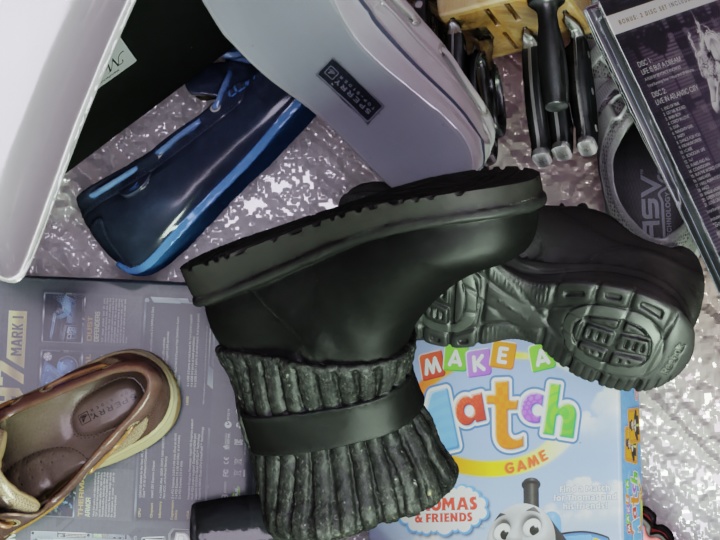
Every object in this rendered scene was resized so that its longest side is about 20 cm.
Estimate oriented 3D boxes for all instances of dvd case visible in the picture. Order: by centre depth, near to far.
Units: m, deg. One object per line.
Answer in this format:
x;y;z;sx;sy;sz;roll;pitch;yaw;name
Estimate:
0.206;-0.065;1.582;0.016;0.148;0.201;-27;86;43;dvd case

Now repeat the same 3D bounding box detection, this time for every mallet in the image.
-0.062;0.184;1.493;0.065;0.200;0.041;0;127;5;mallet

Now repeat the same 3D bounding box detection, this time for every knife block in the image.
0.092;-0.161;1.578;0.175;0.064;0.200;36;86;29;knife block

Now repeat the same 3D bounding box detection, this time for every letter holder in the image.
-0.147;-0.163;1.569;0.200;0.101;0.142;-36;53;0;letter holder

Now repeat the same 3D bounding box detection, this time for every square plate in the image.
-0.221;-0.120;1.475;0.199;0.028;0.199;22;88;3;square plate

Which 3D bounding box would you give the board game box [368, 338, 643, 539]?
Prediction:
0.076;0.134;1.575;0.151;0.037;0.201;-4;83;28;board game box

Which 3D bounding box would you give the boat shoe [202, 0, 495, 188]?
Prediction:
-0.010;-0.120;1.499;0.073;0.065;0.200;-33;101;32;boat shoe

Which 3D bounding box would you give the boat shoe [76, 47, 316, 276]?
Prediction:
-0.073;-0.086;1.601;0.069;0.084;0.200;45;85;6;boat shoe

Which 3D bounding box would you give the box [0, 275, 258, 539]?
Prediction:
-0.132;0.105;1.603;0.157;0.051;0.201;2;87;-1;box

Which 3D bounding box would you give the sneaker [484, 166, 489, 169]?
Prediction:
0.000;0.000;1.574;0.079;0.075;0.201;41;70;-32;sneaker

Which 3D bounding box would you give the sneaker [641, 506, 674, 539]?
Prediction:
0.163;0.202;1.595;0.087;0.074;0.200;-44;80;8;sneaker

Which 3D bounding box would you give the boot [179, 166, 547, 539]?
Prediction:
0.020;0.042;1.471;0.210;0.079;0.159;-17;96;33;boot

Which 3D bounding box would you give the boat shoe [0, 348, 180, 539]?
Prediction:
-0.186;0.103;1.541;0.199;0.072;0.072;-28;86;1;boat shoe

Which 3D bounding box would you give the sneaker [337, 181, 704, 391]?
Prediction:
0.084;-0.002;1.530;0.199;0.091;0.076;21;126;11;sneaker

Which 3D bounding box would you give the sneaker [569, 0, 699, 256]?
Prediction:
0.158;-0.094;1.598;0.074;0.082;0.201;-10;86;0;sneaker
